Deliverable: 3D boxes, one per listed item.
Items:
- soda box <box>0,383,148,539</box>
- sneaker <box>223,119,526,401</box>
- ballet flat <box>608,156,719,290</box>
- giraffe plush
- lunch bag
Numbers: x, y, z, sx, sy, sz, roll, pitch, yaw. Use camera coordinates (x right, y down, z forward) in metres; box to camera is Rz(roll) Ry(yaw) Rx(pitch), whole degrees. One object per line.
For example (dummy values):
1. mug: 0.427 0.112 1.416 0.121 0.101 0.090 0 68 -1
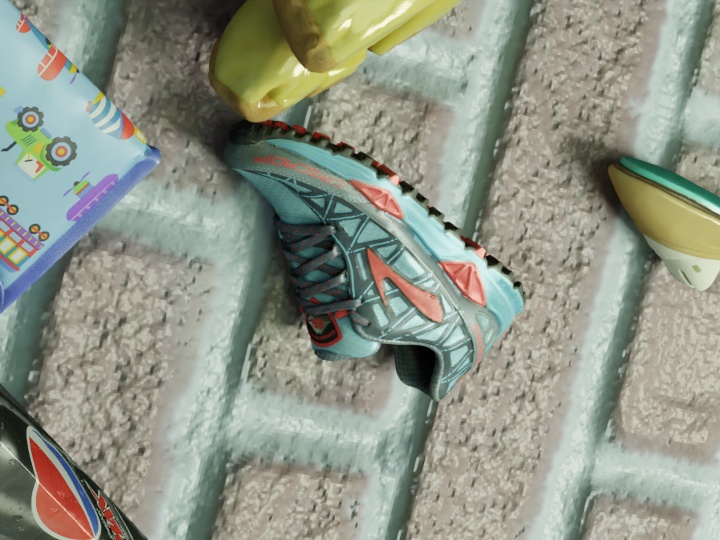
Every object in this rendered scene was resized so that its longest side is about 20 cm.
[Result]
1. soda box: -0.168 0.107 0.973 0.071 0.063 0.200 -33 129 4
2. sneaker: 0.000 0.000 1.079 0.200 0.079 0.096 37 82 -30
3. ballet flat: 0.215 -0.010 1.217 0.199 0.069 0.063 16 105 -31
4. giraffe plush: -0.011 -0.191 1.002 0.163 0.199 0.172 57 36 -1
5. lunch bag: -0.217 -0.040 0.949 0.200 0.094 0.151 -46 121 -1
